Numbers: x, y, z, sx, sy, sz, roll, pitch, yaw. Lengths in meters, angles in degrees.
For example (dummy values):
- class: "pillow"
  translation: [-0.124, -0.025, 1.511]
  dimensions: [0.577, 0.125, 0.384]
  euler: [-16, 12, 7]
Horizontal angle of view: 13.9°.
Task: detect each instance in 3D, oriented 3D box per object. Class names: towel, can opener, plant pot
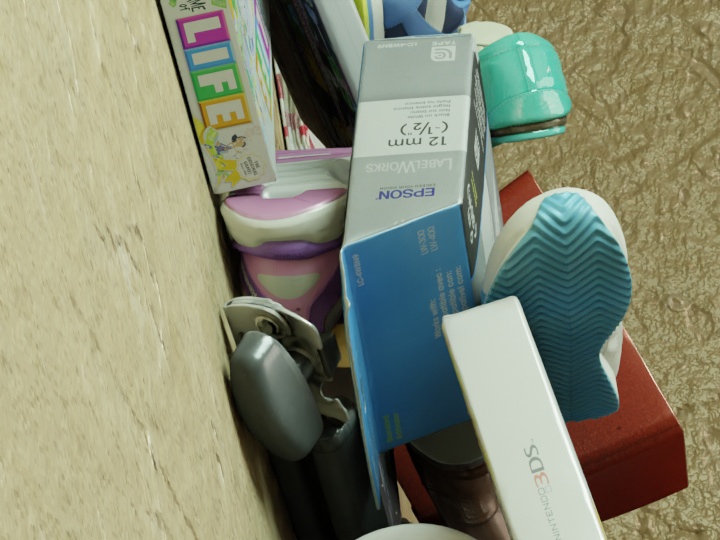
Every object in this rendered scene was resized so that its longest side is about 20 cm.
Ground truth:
- class: "towel"
  translation: [-0.035, -0.100, 2.011]
  dimensions: [0.144, 0.023, 0.201]
  euler: [72, 7, -60]
- class: "can opener"
  translation: [-0.032, 0.092, 1.455]
  dimensions: [0.067, 0.053, 0.201]
  euler: [-58, 148, -34]
- class: "plant pot"
  translation: [0.092, 0.085, 1.956]
  dimensions: [0.201, 0.176, 0.200]
  euler: [60, -2, 17]

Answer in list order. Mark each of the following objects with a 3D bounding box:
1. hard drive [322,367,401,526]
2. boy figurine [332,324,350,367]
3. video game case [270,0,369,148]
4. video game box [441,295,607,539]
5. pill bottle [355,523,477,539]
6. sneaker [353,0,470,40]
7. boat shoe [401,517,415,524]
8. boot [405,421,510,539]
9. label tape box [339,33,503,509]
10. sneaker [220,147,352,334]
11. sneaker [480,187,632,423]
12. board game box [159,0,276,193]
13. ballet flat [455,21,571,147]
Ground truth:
- class: "hard drive"
  translation: [-0.005, 0.102, 1.715]
  dimensions: [0.200, 0.042, 0.136]
  euler: [-94, 172, -66]
- class: "boy figurine"
  translation: [0.000, 0.000, 1.684]
  dimensions: [0.065, 0.124, 0.200]
  euler: [-57, -168, 16]
- class: "video game case"
  translation: [-0.024, -0.130, 1.678]
  dimensions: [0.182, 0.023, 0.201]
  euler: [49, -15, 54]
- class: "video game box"
  translation: [0.099, 0.142, 1.422]
  dimensions: [0.183, 0.047, 0.201]
  euler: [66, 5, -55]
- class: "pill bottle"
  translation: [0.039, 0.214, 1.468]
  dimensions: [0.200, 0.119, 0.120]
  euler: [70, 9, -64]
- class: "sneaker"
  translation: [0.027, -0.141, 1.687]
  dimensions: [0.074, 0.082, 0.200]
  euler: [55, -11, 21]
- class: "boat shoe"
  translation: [0.032, 0.189, 1.837]
  dimensions: [0.069, 0.072, 0.200]
  euler: [60, 6, 12]
- class: "boot"
  translation: [0.083, 0.160, 1.774]
  dimensions: [0.186, 0.064, 0.201]
  euler: [-121, -171, -72]
- class: "label tape box"
  translation: [0.033, -0.001, 1.480]
  dimensions: [0.201, 0.066, 0.144]
  euler: [-86, 170, -48]
- class: "sneaker"
  translation: [-0.028, -0.013, 1.552]
  dimensions: [0.200, 0.080, 0.089]
  euler: [-63, 147, -74]
- class: "sneaker"
  translation: [0.096, 0.005, 1.482]
  dimensions: [0.200, 0.076, 0.081]
  euler: [85, 1, -63]
- class: "board game box"
  translation: [-0.076, -0.149, 1.520]
  dimensions: [0.200, 0.034, 0.135]
  euler: [-95, 173, -57]
- class: "ballet flat"
  translation: [0.066, -0.101, 1.627]
  dimensions: [0.200, 0.067, 0.071]
  euler: [172, -90, -74]
